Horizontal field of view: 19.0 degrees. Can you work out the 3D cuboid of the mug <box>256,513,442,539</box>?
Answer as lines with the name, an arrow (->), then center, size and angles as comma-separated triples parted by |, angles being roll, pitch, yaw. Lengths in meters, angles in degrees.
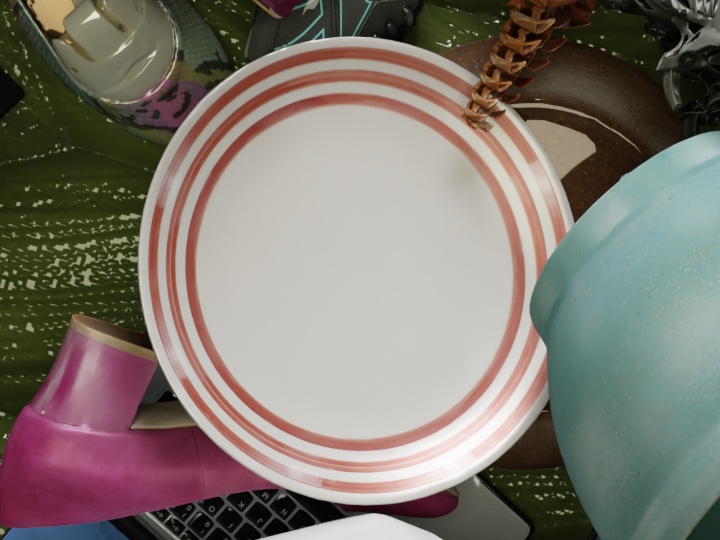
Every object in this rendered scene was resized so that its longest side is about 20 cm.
mug -> -0.026, 0.187, 0.899 | 0.153, 0.149, 0.187 | -20, 137, -30

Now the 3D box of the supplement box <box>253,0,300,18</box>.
supplement box -> -0.087, -0.216, 0.881 | 0.103, 0.131, 0.200 | -47, 66, 7

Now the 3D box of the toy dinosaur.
toy dinosaur -> 0.132, -0.129, 0.919 | 0.200, 0.102, 0.136 | -50, 60, 23

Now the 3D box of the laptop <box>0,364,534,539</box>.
laptop -> -0.053, 0.138, 0.963 | 0.187, 0.116, 0.200 | 42, 96, -3

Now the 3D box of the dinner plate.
dinner plate -> 0.000, 0.000, 0.923 | 0.199, 0.024, 0.201 | 3, 83, -20

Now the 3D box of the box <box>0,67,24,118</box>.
box -> -0.243, -0.088, 0.902 | 0.104, 0.200, 0.148 | -43, 92, 6

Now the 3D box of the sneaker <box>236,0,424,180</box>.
sneaker -> -0.012, -0.109, 0.954 | 0.079, 0.075, 0.201 | 8, 97, -1

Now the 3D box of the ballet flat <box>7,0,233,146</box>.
ballet flat -> -0.132, -0.133, 0.957 | 0.069, 0.071, 0.200 | -38, 94, 5

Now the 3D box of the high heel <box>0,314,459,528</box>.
high heel -> -0.057, 0.096, 0.945 | 0.199, 0.067, 0.096 | 21, 96, -23

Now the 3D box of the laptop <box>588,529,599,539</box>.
laptop -> 0.113, 0.230, 0.909 | 0.116, 0.187, 0.200 | -39, 94, 29

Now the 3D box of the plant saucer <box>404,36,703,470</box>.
plant saucer -> 0.075, -0.006, 0.975 | 0.199, 0.037, 0.201 | 0, 94, 0

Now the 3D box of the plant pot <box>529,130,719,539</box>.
plant pot -> 0.154, 0.029, 0.878 | 0.200, 0.200, 0.134 | -43, 66, 6
